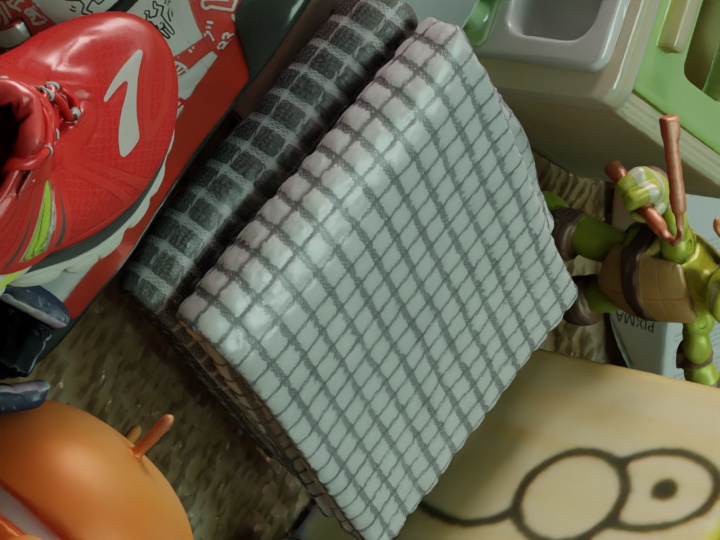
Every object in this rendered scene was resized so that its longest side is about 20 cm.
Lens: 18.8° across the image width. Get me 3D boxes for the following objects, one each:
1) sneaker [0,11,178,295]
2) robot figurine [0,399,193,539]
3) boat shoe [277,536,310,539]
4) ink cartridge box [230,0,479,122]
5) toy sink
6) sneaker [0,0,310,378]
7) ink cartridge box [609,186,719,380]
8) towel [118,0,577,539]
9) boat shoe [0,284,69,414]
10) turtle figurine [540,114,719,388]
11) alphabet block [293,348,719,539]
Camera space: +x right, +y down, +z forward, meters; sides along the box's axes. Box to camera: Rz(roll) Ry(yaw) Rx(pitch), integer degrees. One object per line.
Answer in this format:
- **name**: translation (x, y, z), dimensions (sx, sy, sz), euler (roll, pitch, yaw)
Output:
- **sneaker**: translation (-0.114, -0.035, 0.699), dimensions (0.077, 0.085, 0.200), euler (42, 44, 2)
- **robot figurine**: translation (-0.138, 0.129, 0.779), dimensions (0.200, 0.116, 0.144), euler (-49, 142, -15)
- **boat shoe**: translation (-0.080, 0.189, 0.917), dimensions (0.200, 0.072, 0.068), euler (-53, 135, -17)
- **ink cartridge box**: translation (-0.008, -0.152, 0.878), dimensions (0.176, 0.045, 0.201), euler (16, 109, -50)
- **toy sink**: translation (0.114, -0.129, 1.024), dimensions (0.200, 0.112, 0.131), euler (28, 78, -49)
- **sneaker**: translation (-0.112, -0.065, 0.822), dimensions (0.108, 0.067, 0.202), euler (35, 102, -8)
- **ink cartridge box**: translation (0.196, 0.027, 1.219), dimensions (0.162, 0.050, 0.201), euler (-16, 120, -47)
- **towel**: translation (0.000, 0.000, 0.903), dimensions (0.166, 0.085, 0.200), euler (-52, 146, -13)
- **boat shoe**: translation (-0.187, 0.001, 0.724), dimensions (0.200, 0.092, 0.075), euler (16, 87, -50)
- **turtle figurine**: translation (0.131, -0.006, 1.036), dimensions (0.064, 0.161, 0.201), euler (-49, 131, -30)
- **alphabet block**: translation (0.102, 0.170, 1.016), dimensions (0.196, 0.199, 0.197), euler (-54, 134, -25)
